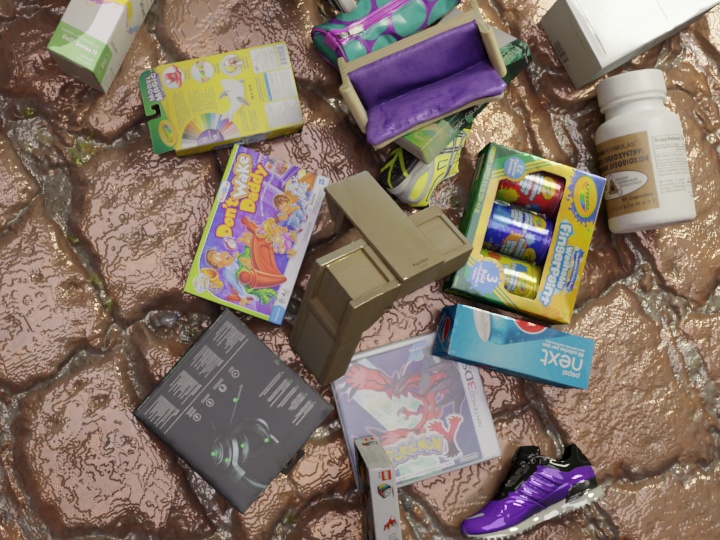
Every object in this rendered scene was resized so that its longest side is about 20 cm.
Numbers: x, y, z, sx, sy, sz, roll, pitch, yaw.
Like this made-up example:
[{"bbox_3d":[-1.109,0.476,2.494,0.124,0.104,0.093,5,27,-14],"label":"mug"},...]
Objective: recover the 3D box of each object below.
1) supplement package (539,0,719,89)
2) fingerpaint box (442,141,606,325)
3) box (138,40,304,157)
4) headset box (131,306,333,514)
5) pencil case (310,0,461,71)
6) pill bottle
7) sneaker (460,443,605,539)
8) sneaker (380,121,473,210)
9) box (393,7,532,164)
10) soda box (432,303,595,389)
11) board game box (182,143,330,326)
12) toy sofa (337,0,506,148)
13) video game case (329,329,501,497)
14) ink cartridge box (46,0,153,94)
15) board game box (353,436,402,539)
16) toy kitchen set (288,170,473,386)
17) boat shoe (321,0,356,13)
[{"bbox_3d":[0.363,-0.350,1.330,0.198,0.110,0.115,-29,89,-7],"label":"supplement package"},{"bbox_3d":[0.216,-0.047,1.311,0.165,0.073,0.202,17,85,-5],"label":"fingerpaint box"},{"bbox_3d":[-0.182,-0.220,1.291,0.197,0.048,0.119,-12,84,-9],"label":"box"},{"bbox_3d":[-0.153,0.178,1.244,0.200,0.093,0.174,41,82,-2],"label":"headset box"},{"bbox_3d":[0.036,-0.335,1.302,0.199,0.092,0.085,-37,91,-8],"label":"pencil case"},{"bbox_3d":[0.373,-0.157,1.316,0.113,0.114,0.203,-8,87,-7],"label":"pill bottle"},{"bbox_3d":[0.213,0.284,1.295,0.198,0.070,0.101,-18,81,-11],"label":"sneaker"},{"bbox_3d":[0.106,-0.170,1.320,0.201,0.075,0.076,-51,125,-11],"label":"sneaker"},{"bbox_3d":[0.106,-0.244,1.289,0.200,0.036,0.144,-46,50,-7],"label":"box"},{"bbox_3d":[0.200,0.101,1.290,0.198,0.064,0.069,15,80,-13],"label":"soda box"},{"bbox_3d":[-0.134,-0.045,1.286,0.133,0.045,0.202,19,84,-4],"label":"board game box"},{"bbox_3d":[0.077,-0.241,1.225,0.198,0.083,0.098,-20,52,11],"label":"toy sofa"},{"bbox_3d":[0.070,0.183,1.304,0.198,0.023,0.185,-15,88,-7],"label":"video game case"},{"bbox_3d":[-0.313,-0.338,1.251,0.067,0.117,0.202,26,84,-5],"label":"ink cartridge box"},{"bbox_3d":[0.026,0.321,1.221,0.034,0.126,0.203,-7,96,-7],"label":"board game box"},{"bbox_3d":[0.000,0.000,1.272,0.199,0.181,0.164,-25,63,-32],"label":"toy kitchen set"},{"bbox_3d":[-0.076,-0.385,1.282,0.064,0.071,0.200,-39,58,2],"label":"boat shoe"}]
